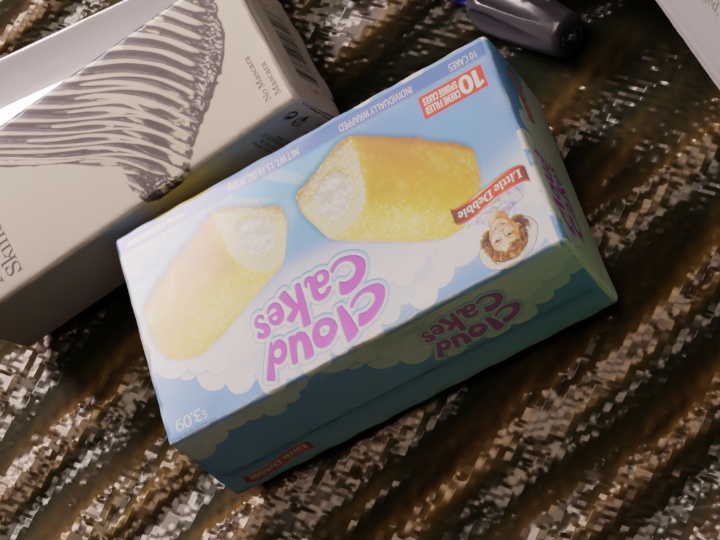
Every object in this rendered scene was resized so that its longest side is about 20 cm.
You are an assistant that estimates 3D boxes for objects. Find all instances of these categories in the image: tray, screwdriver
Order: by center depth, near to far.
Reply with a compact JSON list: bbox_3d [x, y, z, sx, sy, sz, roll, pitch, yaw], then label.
[{"bbox_3d":[0.027,-0.141,1.258,0.199,0.028,0.029,23,50,36],"label":"screwdriver"},{"bbox_3d":[-0.123,-0.082,1.310,0.199,0.022,0.108,-23,57,17],"label":"tray"}]

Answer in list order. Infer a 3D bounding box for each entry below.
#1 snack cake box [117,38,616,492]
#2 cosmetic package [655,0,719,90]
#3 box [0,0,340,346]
[{"bbox_3d":[0.000,0.000,1.166,0.199,0.067,0.116,-28,55,14],"label":"snack cake box"},{"bbox_3d":[0.214,-0.193,1.043,0.167,0.166,0.201,60,143,36],"label":"cosmetic package"},{"bbox_3d":[-0.113,-0.051,1.237,0.199,0.068,0.082,-34,70,13],"label":"box"}]
